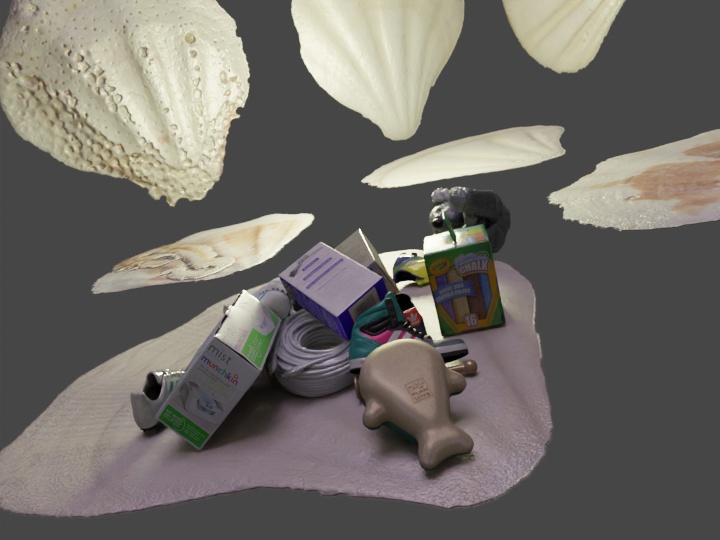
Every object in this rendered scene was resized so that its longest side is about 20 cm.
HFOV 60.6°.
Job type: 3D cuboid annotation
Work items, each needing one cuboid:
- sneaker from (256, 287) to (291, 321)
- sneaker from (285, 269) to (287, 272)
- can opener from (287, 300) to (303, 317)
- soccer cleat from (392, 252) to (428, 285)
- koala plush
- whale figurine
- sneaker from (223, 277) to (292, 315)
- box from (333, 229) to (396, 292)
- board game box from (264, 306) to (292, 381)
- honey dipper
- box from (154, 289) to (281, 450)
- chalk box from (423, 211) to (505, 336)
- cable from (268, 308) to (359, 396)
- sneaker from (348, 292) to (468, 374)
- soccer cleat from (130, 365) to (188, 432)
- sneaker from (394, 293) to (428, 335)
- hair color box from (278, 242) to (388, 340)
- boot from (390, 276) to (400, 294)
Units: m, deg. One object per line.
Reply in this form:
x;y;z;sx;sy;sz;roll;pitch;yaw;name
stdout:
-0.195;0.109;1.139;0.200;0.071;0.073;-43;24;29;sneaker
-0.116;0.053;1.313;0.073;0.084;0.198;-8;20;-31;sneaker
-0.156;0.082;1.210;0.193;0.068;0.053;-12;31;3;can opener
0.163;0.002;1.398;0.194;0.065;0.085;-1;51;27;soccer cleat
0.246;-0.118;1.511;0.180;0.184;0.197;-13;12;-37;koala plush
0.076;0.189;0.839;0.155;0.106;0.201;-19;42;-16;whale figurine
-0.221;0.078;1.304;0.114;0.075;0.198;-31;5;-36;sneaker
0.000;0.000;1.259;0.094;0.078;0.201;-38;22;8;box
-0.150;0.142;1.191;0.093;0.031;0.200;-16;29;-13;board game box
0.087;0.165;0.966;0.193;0.039;0.038;-12;17;5;honey dipper
-0.229;0.155;1.020;0.178;0.096;0.201;-51;9;15;box
0.185;-0.007;1.129;0.120;0.206;0.125;-11;17;11;chalk box
-0.065;0.135;1.088;0.193;0.071;0.201;-9;28;-3;cable
0.073;0.096;1.004;0.193;0.125;0.084;-6;-19;-3;sneaker
-0.345;0.207;1.121;0.068;0.089;0.200;-9;18;18;soccer cleat
0.067;0.080;1.164;0.073;0.087;0.199;-21;18;-20;sneaker
-0.049;0.032;1.104;0.109;0.066;0.198;-38;41;-19;hair color box
-0.007;0.068;1.341;0.164;0.074;0.199;-34;25;-12;boot
